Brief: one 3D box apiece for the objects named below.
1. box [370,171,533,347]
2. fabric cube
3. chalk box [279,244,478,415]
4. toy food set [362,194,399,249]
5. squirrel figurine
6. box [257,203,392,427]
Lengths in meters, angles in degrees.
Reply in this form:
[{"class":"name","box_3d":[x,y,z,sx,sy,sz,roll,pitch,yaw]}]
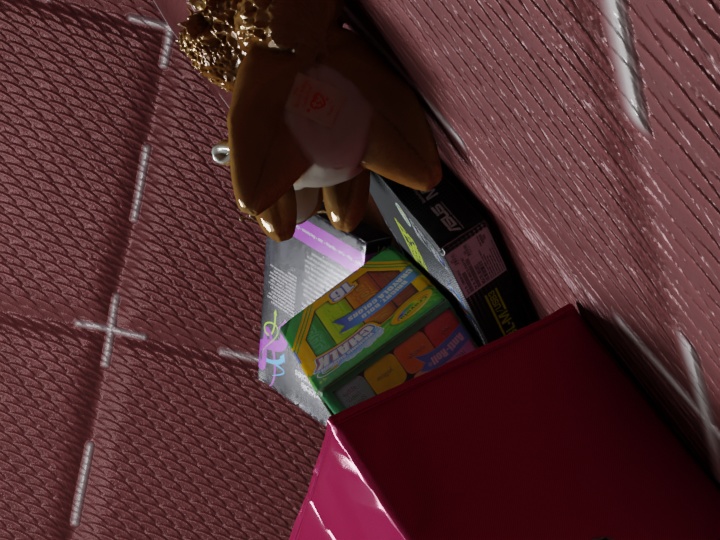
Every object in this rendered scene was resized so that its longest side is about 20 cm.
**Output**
[{"class":"box","box_3d":[0.066,-0.017,1.098,0.193,0.047,0.200,50,173,44]},{"class":"fabric cube","box_3d":[0.094,0.179,0.879,0.200,0.196,0.200,55,151,26]},{"class":"chalk box","box_3d":[0.034,0.086,1.102,0.124,0.125,0.200,55,177,-21]},{"class":"toy food set","box_3d":[-0.016,-0.057,1.305,0.200,0.049,0.198,55,150,-3]},{"class":"squirrel figurine","box_3d":[-0.050,-0.120,1.012,0.187,0.141,0.201,157,97,-78]},{"class":"box","box_3d":[-0.036,0.038,1.264,0.143,0.036,0.201,31,124,43]}]
